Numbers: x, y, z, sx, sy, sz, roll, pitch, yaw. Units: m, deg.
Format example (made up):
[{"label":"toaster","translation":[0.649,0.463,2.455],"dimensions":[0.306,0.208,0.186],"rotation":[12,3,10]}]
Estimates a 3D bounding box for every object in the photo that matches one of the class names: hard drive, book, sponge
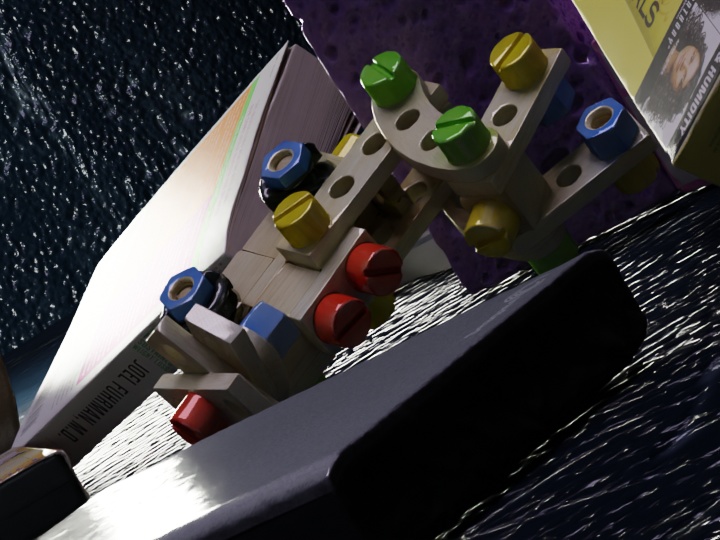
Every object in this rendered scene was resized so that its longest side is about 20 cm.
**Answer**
[{"label":"hard drive","translation":[-0.032,0.066,0.770],"dimensions":[0.200,0.033,0.139],"rotation":[-27,5,40]},{"label":"book","translation":[-0.085,0.002,1.338],"dimensions":[0.200,0.048,0.134],"rotation":[-41,19,44]},{"label":"sponge","translation":[0.031,-0.096,1.087],"dimensions":[0.111,0.201,0.030],"rotation":[-28,7,45]}]

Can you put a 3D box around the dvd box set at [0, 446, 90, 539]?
[{"label":"dvd box set","translation":[-0.191,0.122,1.239],"dimensions":[0.146,0.030,0.200],"rotation":[-31,3,-12]}]

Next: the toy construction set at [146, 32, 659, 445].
[{"label":"toy construction set","translation":[0.000,0.000,1.024],"dimensions":[0.200,0.092,0.131],"rotation":[-41,33,-26]}]

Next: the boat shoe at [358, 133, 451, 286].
[{"label":"boat shoe","translation":[0.015,-0.031,1.331],"dimensions":[0.072,0.069,0.200],"rotation":[-32,4,-20]}]

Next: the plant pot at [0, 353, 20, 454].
[{"label":"plant pot","translation":[-0.294,0.080,1.510],"dimensions":[0.197,0.201,0.200],"rotation":[-23,0,-26]}]

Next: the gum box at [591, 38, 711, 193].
[{"label":"gum box","translation":[0.176,-0.097,0.977],"dimensions":[0.113,0.066,0.200],"rotation":[-34,5,-22]}]

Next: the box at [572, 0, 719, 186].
[{"label":"box","translation":[0.108,-0.089,0.883],"dimensions":[0.076,0.050,0.200],"rotation":[-62,17,19]}]
